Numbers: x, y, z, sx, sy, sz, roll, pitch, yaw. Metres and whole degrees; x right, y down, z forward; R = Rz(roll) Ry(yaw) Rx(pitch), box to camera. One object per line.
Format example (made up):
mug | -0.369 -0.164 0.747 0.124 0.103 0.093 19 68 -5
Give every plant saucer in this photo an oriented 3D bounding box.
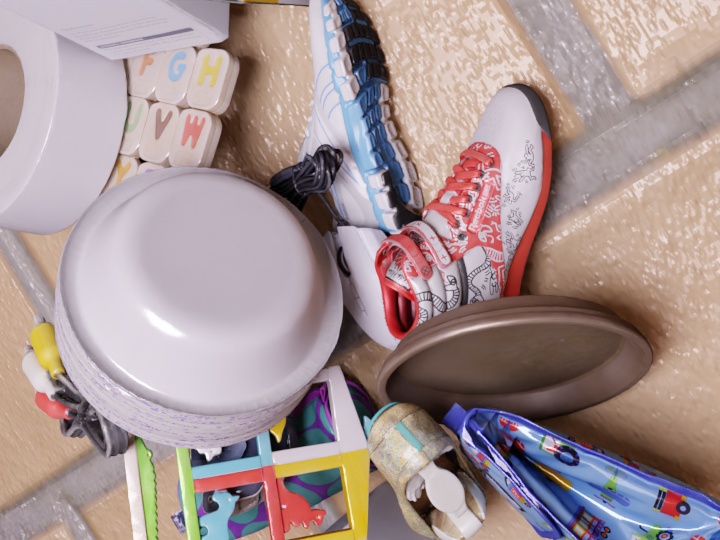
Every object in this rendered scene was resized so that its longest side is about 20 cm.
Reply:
plant saucer | 0.109 0.068 0.687 0.199 0.200 0.030 -19 57 26

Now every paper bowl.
paper bowl | -0.109 0.014 0.663 0.201 0.200 0.105 44 144 8

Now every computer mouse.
computer mouse | 0.000 0.000 0.743 0.200 0.044 0.109 51 141 -14

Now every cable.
cable | -0.225 0.109 0.732 0.200 0.050 0.098 34 126 58

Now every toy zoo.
toy zoo | -0.072 0.146 0.705 0.198 0.020 0.132 -7 80 -11

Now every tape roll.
tape roll | -0.291 -0.133 0.817 0.201 0.071 0.204 -6 80 38

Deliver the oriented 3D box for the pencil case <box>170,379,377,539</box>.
pencil case | -0.074 0.170 0.832 0.199 0.085 0.093 -31 104 26

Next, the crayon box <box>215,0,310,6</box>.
crayon box | -0.071 -0.299 0.690 0.051 0.126 0.202 12 107 21

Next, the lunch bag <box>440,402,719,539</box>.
lunch bag | 0.148 0.155 0.683 0.199 0.151 0.094 33 83 14

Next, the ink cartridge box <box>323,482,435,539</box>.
ink cartridge box | -0.008 0.311 0.839 0.145 0.085 0.200 47 117 6

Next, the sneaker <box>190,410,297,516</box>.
sneaker | -0.143 0.127 0.773 0.201 0.077 0.148 -4 83 21

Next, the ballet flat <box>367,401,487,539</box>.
ballet flat | 0.063 0.171 0.723 0.070 0.071 0.200 -3 144 24

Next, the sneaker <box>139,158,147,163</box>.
sneaker | -0.182 -0.061 0.838 0.199 0.075 0.071 31 120 38

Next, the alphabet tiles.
alphabet tiles | -0.183 -0.143 0.790 0.199 0.015 0.197 18 91 38

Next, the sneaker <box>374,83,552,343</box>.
sneaker | 0.072 -0.038 0.691 0.067 0.107 0.203 28 113 54

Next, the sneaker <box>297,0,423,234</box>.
sneaker | -0.020 -0.118 0.745 0.086 0.075 0.202 -9 99 31

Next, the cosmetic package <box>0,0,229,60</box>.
cosmetic package | -0.195 -0.284 0.678 0.122 0.200 0.201 -3 82 24
